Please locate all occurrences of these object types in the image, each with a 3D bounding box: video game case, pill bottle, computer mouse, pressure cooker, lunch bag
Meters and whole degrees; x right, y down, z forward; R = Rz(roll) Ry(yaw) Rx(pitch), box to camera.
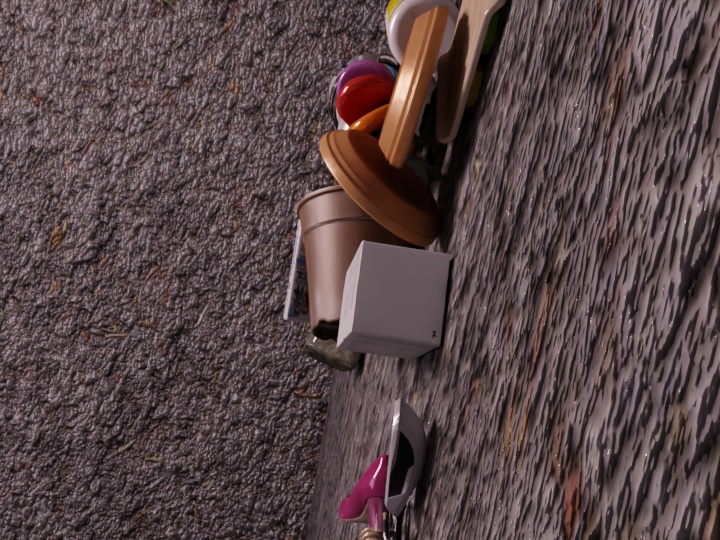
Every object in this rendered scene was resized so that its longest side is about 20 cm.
[{"bbox_3d":[-0.022,0.006,1.520,0.022,0.197,0.186,-178,98,-67],"label":"video game case"},{"bbox_3d":[0.091,-0.360,1.320,0.201,0.107,0.111,-90,10,-66],"label":"pill bottle"},{"bbox_3d":[0.050,0.241,1.030,0.110,0.043,0.203,-78,-7,-64],"label":"computer mouse"},{"bbox_3d":[0.026,-0.337,1.807,0.201,0.176,0.178,-91,-24,-67],"label":"pressure cooker"},{"bbox_3d":[-0.048,0.139,2.155,0.200,0.138,0.170,118,177,-77],"label":"lunch bag"}]

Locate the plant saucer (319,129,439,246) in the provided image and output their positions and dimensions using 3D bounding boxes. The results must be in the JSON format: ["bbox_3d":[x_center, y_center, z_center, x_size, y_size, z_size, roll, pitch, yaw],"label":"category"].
[{"bbox_3d":[0.033,-0.116,1.177,0.037,0.199,0.201,-45,18,20],"label":"plant saucer"}]

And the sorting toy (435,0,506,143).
[{"bbox_3d":[0.134,-0.279,1.071,0.201,0.036,0.187,109,170,-46],"label":"sorting toy"}]

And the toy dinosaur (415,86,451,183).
[{"bbox_3d":[0.093,-0.165,1.159,0.201,0.047,0.089,-71,-23,-52],"label":"toy dinosaur"}]

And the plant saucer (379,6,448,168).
[{"bbox_3d":[0.062,-0.228,1.119,0.200,0.037,0.203,-164,89,-89],"label":"plant saucer"}]

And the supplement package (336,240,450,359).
[{"bbox_3d":[0.038,0.043,1.135,0.200,0.112,0.111,123,155,-78],"label":"supplement package"}]

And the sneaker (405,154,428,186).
[{"bbox_3d":[0.069,-0.140,1.441,0.201,0.069,0.081,106,175,-67],"label":"sneaker"}]

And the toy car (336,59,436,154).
[{"bbox_3d":[0.024,-0.237,1.339,0.174,0.150,0.201,-30,27,21],"label":"toy car"}]

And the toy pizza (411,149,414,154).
[{"bbox_3d":[0.067,-0.187,1.580,0.200,0.031,0.203,-155,89,-87],"label":"toy pizza"}]

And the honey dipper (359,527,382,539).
[{"bbox_3d":[0.019,0.417,1.151,0.201,0.037,0.038,-93,12,-56],"label":"honey dipper"}]

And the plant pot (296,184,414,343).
[{"bbox_3d":[0.000,0.000,1.381,0.201,0.197,0.202,110,160,-70],"label":"plant pot"}]

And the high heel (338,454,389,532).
[{"bbox_3d":[0.011,0.299,1.237,0.200,0.066,0.098,131,143,-77],"label":"high heel"}]
